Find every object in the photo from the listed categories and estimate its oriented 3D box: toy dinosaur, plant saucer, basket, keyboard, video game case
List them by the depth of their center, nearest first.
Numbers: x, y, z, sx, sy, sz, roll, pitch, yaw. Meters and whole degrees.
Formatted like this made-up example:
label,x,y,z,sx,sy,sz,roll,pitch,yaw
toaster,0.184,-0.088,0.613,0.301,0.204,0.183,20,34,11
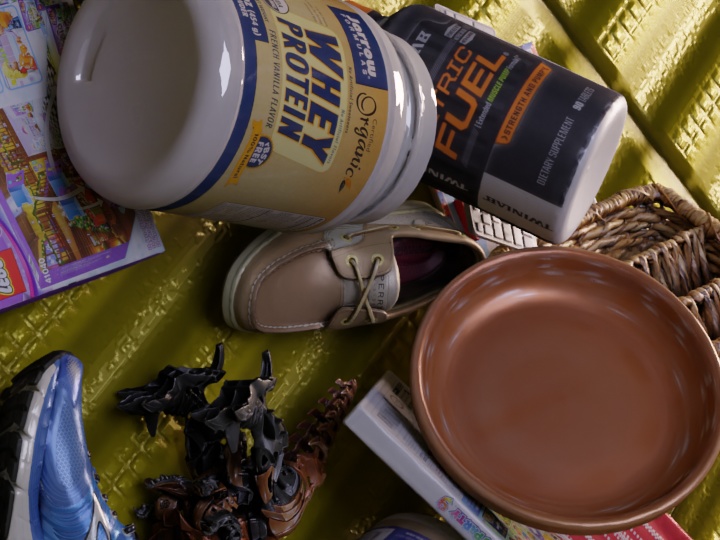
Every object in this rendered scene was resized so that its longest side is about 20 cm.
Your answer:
label,x,y,z,sx,sy,sz,roll,pitch,yaw
toy dinosaur,-0.077,0.123,1.279,0.200,0.101,0.136,-56,131,-54
plant saucer,0.126,0.077,1.329,0.198,0.038,0.201,4,57,-6
video game case,0.076,0.145,1.332,0.200,0.018,0.143,43,10,2
basket,0.204,0.031,1.468,0.199,0.142,0.150,-20,104,-41
keyboard,0.084,-0.098,1.470,0.056,0.011,0.201,14,51,-28

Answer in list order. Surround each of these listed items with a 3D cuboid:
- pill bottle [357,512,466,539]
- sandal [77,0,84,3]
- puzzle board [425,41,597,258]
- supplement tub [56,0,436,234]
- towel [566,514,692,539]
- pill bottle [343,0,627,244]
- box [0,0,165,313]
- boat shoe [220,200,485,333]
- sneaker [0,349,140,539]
label,x,y,z,sx,sy,sz,roll,pitch,yaw
pill bottle,-0.008,0.243,1.262,0.200,0.119,0.120,-37,101,-40
sandal,-0.122,-0.165,1.311,0.076,0.043,0.200,-54,137,-4
puzzle board,0.112,-0.052,1.518,0.150,0.017,0.201,-23,93,-41
supplement tub,-0.063,-0.098,1.262,0.199,0.144,0.146,7,72,-48
towel,0.166,0.236,1.474,0.145,0.022,0.201,45,55,-23
pill bottle,0.063,-0.104,1.387,0.199,0.107,0.106,26,53,13
box,-0.208,-0.082,1.246,0.136,0.039,0.201,-21,91,-42
boat shoe,0.000,0.000,1.361,0.199,0.066,0.075,-20,123,-41
sneaker,-0.162,0.145,1.187,0.089,0.078,0.202,2,83,-26
